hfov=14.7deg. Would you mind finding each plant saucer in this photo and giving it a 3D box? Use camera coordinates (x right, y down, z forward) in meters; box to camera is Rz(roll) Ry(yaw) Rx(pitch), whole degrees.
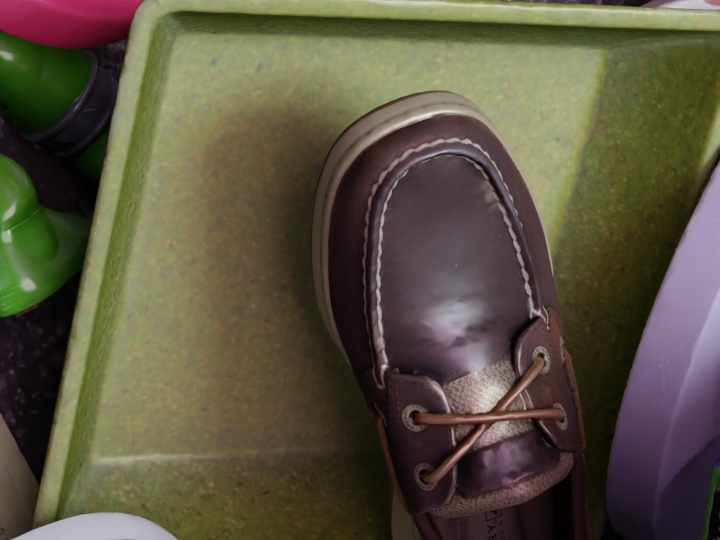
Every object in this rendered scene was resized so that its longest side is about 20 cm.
[{"bbox_3d":[0.000,0.000,0.844,0.200,0.048,0.200,-1,120,-27],"label":"plant saucer"}]

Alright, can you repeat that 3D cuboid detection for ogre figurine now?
[{"bbox_3d":[-0.143,-0.030,0.797,0.200,0.098,0.120,-30,106,-17],"label":"ogre figurine"}]

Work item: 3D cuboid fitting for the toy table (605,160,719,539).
[{"bbox_3d":[0.168,0.023,0.876,0.184,0.117,0.200,-22,135,-51],"label":"toy table"}]

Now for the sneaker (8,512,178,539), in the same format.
[{"bbox_3d":[-0.075,0.127,0.747,0.200,0.114,0.073,-2,123,-60],"label":"sneaker"}]

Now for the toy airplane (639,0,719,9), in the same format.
[{"bbox_3d":[0.124,-0.151,0.910,0.199,0.141,0.200,-35,130,0],"label":"toy airplane"}]

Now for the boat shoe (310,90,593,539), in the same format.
[{"bbox_3d":[0.037,0.042,0.812,0.072,0.072,0.200,-19,127,-15],"label":"boat shoe"}]

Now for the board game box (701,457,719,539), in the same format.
[{"bbox_3d":[0.218,0.154,0.733,0.200,0.200,0.200,-15,125,-30],"label":"board game box"}]

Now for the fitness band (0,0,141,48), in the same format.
[{"bbox_3d":[-0.101,-0.162,0.816,0.143,0.037,0.200,-7,78,-52],"label":"fitness band"}]

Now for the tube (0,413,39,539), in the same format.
[{"bbox_3d":[-0.177,0.105,0.804,0.200,0.058,0.052,-33,60,-25],"label":"tube"}]
